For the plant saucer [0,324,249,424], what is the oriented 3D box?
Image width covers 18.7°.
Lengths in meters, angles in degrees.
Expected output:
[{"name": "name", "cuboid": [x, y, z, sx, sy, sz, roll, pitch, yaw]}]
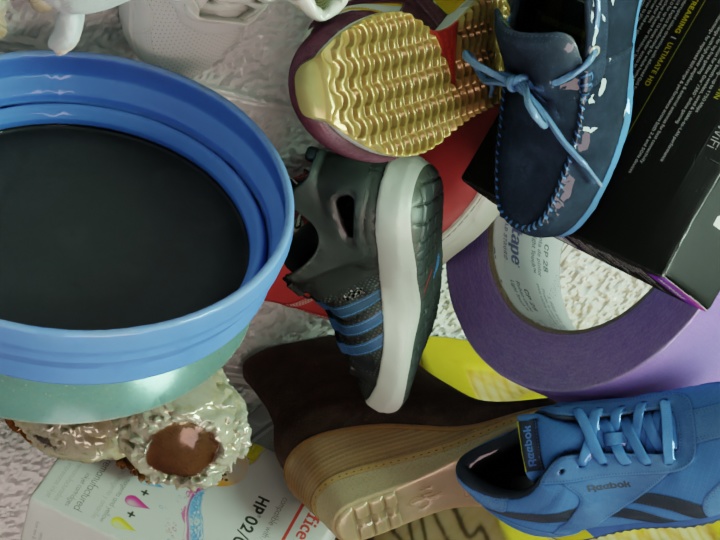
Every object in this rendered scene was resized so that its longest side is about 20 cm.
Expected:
[{"name": "plant saucer", "cuboid": [-0.148, -0.010, 1.055, 0.200, 0.200, 0.036, -7, 134, -21]}]

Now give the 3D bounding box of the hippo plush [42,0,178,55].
[{"name": "hippo plush", "cuboid": [-0.112, -0.191, 0.900, 0.200, 0.161, 0.159, -8, 138, -20]}]

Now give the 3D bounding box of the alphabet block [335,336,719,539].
[{"name": "alphabet block", "cuboid": [0.096, 0.182, 1.399, 0.195, 0.197, 0.200, 5, 132, -33]}]

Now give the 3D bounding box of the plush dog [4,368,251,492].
[{"name": "plush dog", "cuboid": [-0.150, 0.041, 1.184, 0.200, 0.161, 0.172, 25, 142, -6]}]

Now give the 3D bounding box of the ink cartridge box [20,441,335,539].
[{"name": "ink cartridge box", "cuboid": [-0.082, 0.157, 1.263, 0.200, 0.115, 0.068, 24, 131, 6]}]

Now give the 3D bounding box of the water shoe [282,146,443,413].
[{"name": "water shoe", "cuboid": [0.000, 0.000, 1.165, 0.079, 0.072, 0.200, 15, 144, 9]}]

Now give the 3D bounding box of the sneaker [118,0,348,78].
[{"name": "sneaker", "cuboid": [-0.051, -0.143, 1.024, 0.074, 0.116, 0.200, 1, 136, -31]}]

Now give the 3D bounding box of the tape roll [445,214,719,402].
[{"name": "tape roll", "cuboid": [0.142, -0.022, 1.188, 0.066, 0.200, 0.200, 23, 121, -42]}]

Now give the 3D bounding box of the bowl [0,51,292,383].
[{"name": "bowl", "cuboid": [-0.132, -0.026, 1.008, 0.200, 0.201, 0.039, -7, 135, -20]}]

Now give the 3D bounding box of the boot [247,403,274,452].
[{"name": "boot", "cuboid": [-0.058, 0.158, 1.368, 0.074, 0.096, 0.200, 23, 121, -42]}]

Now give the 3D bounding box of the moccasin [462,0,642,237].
[{"name": "moccasin", "cuboid": [0.088, -0.114, 1.043, 0.068, 0.080, 0.200, -5, 107, -45]}]

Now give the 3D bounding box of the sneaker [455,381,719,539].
[{"name": "sneaker", "cuboid": [0.132, 0.095, 1.126, 0.078, 0.066, 0.200, 24, 150, -35]}]

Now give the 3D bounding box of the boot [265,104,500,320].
[{"name": "boot", "cuboid": [-0.007, -0.048, 1.190, 0.144, 0.072, 0.200, 11, 132, -34]}]

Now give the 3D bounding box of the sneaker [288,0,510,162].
[{"name": "sneaker", "cuboid": [0.001, -0.094, 1.067, 0.090, 0.075, 0.200, -1, -170, 28]}]

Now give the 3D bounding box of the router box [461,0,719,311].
[{"name": "router box", "cuboid": [0.159, -0.098, 1.097, 0.051, 0.149, 0.200, 31, 90, -45]}]

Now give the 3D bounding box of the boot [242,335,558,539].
[{"name": "boot", "cuboid": [0.043, 0.076, 1.279, 0.200, 0.166, 0.072, -13, 125, -13]}]

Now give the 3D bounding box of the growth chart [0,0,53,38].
[{"name": "growth chart", "cuboid": [-0.261, -0.107, 1.032, 0.200, 0.018, 0.145, -35, 139, 12]}]
